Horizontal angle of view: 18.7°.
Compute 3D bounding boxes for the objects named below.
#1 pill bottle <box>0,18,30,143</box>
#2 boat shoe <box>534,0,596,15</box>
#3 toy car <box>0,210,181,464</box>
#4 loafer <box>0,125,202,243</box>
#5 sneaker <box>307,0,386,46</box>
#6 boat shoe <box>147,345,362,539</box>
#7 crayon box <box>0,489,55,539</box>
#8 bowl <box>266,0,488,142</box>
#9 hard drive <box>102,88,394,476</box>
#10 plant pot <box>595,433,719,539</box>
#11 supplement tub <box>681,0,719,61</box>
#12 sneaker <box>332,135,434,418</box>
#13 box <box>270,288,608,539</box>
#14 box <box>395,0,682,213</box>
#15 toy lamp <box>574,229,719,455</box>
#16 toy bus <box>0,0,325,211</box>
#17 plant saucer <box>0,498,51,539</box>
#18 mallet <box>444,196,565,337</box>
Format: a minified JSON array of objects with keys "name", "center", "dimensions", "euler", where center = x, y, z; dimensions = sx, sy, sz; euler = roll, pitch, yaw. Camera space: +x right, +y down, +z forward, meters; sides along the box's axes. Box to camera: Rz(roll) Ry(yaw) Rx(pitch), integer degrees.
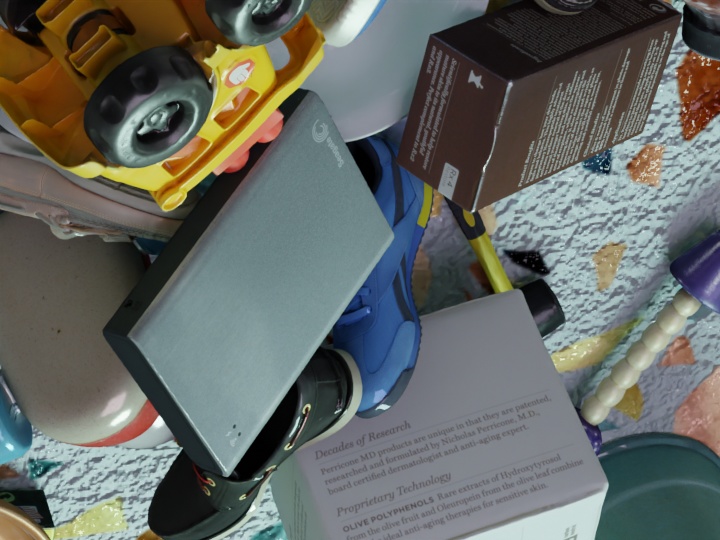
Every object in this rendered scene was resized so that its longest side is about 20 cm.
[{"name":"pill bottle","center":[-0.155,-0.177,1.323],"dimensions":[0.119,0.120,0.201],"euler":[10,117,-26]},{"name":"boat shoe","center":[0.147,-0.263,1.384],"dimensions":[0.071,0.066,0.202],"euler":[7,96,-21]},{"name":"toy car","center":[-0.164,0.049,1.470],"dimensions":[0.183,0.178,0.200],"euler":[-23,157,10]},{"name":"loafer","center":[-0.190,-0.051,1.368],"dimensions":[0.199,0.072,0.063],"euler":[22,112,17]},{"name":"sneaker","center":[0.053,-0.211,1.295],"dimensions":[0.111,0.077,0.201],"euler":[22,96,-34]},{"name":"boat shoe","center":[-0.084,0.117,1.452],"dimensions":[0.063,0.074,0.201],"euler":[3,143,-48]},{"name":"crayon box","center":[-0.300,0.253,1.584],"dimensions":[0.126,0.051,0.201],"euler":[2,119,-22]},{"name":"bowl","center":[-0.019,-0.188,1.375],"dimensions":[0.200,0.090,0.202],"euler":[-19,129,-25]},{"name":"hard drive","center":[-0.064,0.006,1.340],"dimensions":[0.200,0.033,0.140],"euler":[-55,138,-25]},{"name":"plant pot","center":[0.246,0.266,1.716],"dimensions":[0.199,0.196,0.201],"euler":[-10,124,-14]},{"name":"supplement tub","center":[0.257,-0.242,1.450],"dimensions":[0.106,0.107,0.201],"euler":[-10,124,-15]},{"name":"sneaker","center":[0.000,0.000,1.465],"dimensions":[0.066,0.201,0.078],"euler":[-15,145,35]},{"name":"box","center":[0.048,0.154,1.546],"dimensions":[0.199,0.172,0.199],"euler":[-17,150,-11]},{"name":"box","center":[0.119,-0.120,1.437],"dimensions":[0.200,0.075,0.101],"euler":[-26,141,-46]},{"name":"toy lamp","center":[0.222,0.054,1.659],"dimensions":[0.058,0.058,0.200],"euler":[29,110,-33]},{"name":"toy bus","center":[-0.086,-0.132,1.223],"dimensions":[0.200,0.136,0.192],"euler":[-43,150,8]},{"name":"plant saucer","center":[-0.303,0.228,1.513],"dimensions":[0.199,0.038,0.201],"euler":[-9,124,-14]},{"name":"mallet","center":[0.095,-0.025,1.572],"dimensions":[0.066,0.041,0.201],"euler":[-23,123,-5]}]
